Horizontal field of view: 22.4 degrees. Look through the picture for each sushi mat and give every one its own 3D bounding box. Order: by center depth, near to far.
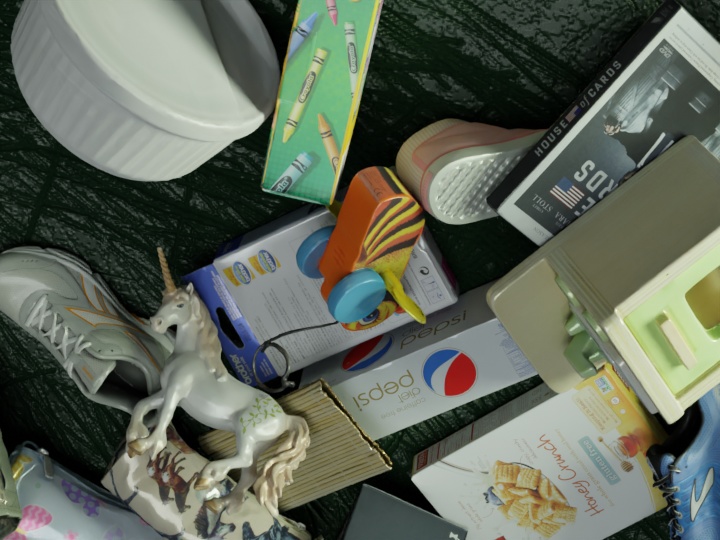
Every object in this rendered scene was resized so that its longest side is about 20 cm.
[{"bbox_3d":[-0.059,0.153,1.523,0.096,0.012,0.200,49,141,-10],"label":"sushi mat"}]

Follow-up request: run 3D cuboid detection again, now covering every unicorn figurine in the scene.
[{"bbox_3d":[-0.127,0.101,1.458,0.200,0.074,0.138,37,71,-7],"label":"unicorn figurine"}]

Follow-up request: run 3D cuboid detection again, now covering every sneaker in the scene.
[{"bbox_3d":[0.120,-0.083,1.413,0.199,0.105,0.076,-6,110,-23],"label":"sneaker"},{"bbox_3d":[0.266,0.180,1.480,0.088,0.079,0.202,14,85,-14],"label":"sneaker"},{"bbox_3d":[-0.229,0.055,1.505,0.199,0.092,0.076,31,116,-8],"label":"sneaker"}]

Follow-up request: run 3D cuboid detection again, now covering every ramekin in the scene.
[{"bbox_3d":[-0.164,-0.156,1.340,0.202,0.203,0.094,37,126,-12],"label":"ramekin"}]

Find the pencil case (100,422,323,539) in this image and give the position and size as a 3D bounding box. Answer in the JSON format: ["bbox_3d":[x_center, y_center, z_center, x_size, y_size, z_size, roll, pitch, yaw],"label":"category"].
[{"bbox_3d":[-0.131,0.203,1.558,0.200,0.078,0.090,40,80,0],"label":"pencil case"}]

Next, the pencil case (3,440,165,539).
[{"bbox_3d":[-0.234,0.228,1.600,0.199,0.083,0.091,28,87,-7],"label":"pencil case"}]

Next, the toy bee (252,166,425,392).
[{"bbox_3d":[0.000,0.000,1.409,0.200,0.108,0.132,-37,66,43],"label":"toy bee"}]

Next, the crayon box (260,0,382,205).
[{"bbox_3d":[-0.021,-0.164,1.349,0.058,0.119,0.201,13,114,0],"label":"crayon box"}]

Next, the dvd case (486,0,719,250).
[{"bbox_3d":[0.209,-0.086,1.365,0.150,0.025,0.200,34,103,-36],"label":"dvd case"}]

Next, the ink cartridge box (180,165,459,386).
[{"bbox_3d":[-0.033,0.008,1.487,0.199,0.042,0.120,-25,110,15],"label":"ink cartridge box"}]

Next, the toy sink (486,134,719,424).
[{"bbox_3d":[0.217,0.024,1.353,0.199,0.112,0.131,-37,128,2],"label":"toy sink"}]

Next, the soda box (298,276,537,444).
[{"bbox_3d":[0.049,0.079,1.496,0.199,0.068,0.064,-23,113,17],"label":"soda box"}]

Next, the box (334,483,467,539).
[{"bbox_3d":[-0.005,0.320,1.533,0.103,0.200,0.183,24,128,-1],"label":"box"}]

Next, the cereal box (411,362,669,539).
[{"bbox_3d":[0.162,0.173,1.545,0.199,0.040,0.144,-32,110,20],"label":"cereal box"}]

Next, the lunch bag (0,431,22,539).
[{"bbox_3d":[-0.387,0.172,1.534,0.199,0.165,0.118,-28,152,14],"label":"lunch bag"}]
